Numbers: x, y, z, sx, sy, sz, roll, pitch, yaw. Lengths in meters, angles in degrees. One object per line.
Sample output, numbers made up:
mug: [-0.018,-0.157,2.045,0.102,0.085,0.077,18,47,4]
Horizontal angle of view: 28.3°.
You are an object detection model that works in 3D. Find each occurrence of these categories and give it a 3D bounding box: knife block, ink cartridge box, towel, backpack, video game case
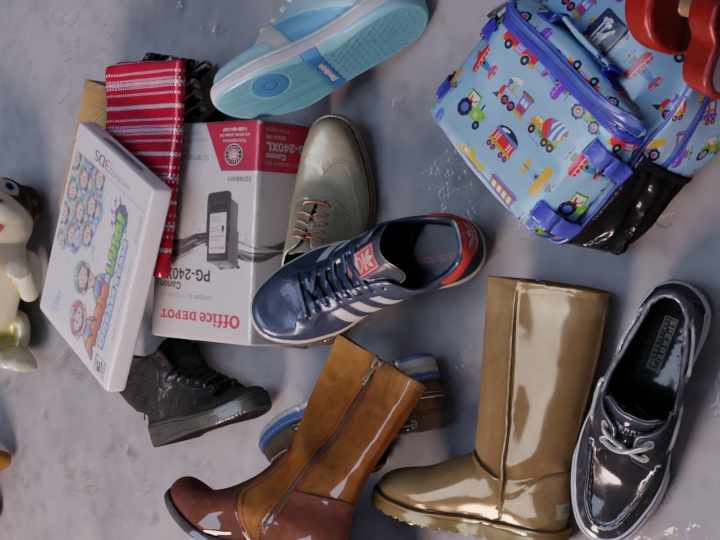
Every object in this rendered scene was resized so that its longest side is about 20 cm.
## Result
knife block: [-0.210,-0.121,1.412,0.175,0.064,0.201,26,106,42]
ink cartridge box: [-0.113,-0.032,1.301,0.145,0.083,0.201,3,90,44]
towel: [-0.209,-0.096,1.333,0.144,0.022,0.201,10,96,54]
backpack: [0.173,-0.134,0.997,0.200,0.134,0.183,-49,58,28]
video game case: [-0.243,-0.016,1.336,0.182,0.024,0.201,38,118,49]

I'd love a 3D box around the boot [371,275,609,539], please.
boot: [0.099,0.102,1.103,0.175,0.066,0.201,8,96,25]

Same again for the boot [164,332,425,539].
boot: [-0.059,0.142,1.154,0.188,0.068,0.201,21,86,47]

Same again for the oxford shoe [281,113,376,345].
oxford shoe: [-0.030,-0.035,1.215,0.071,0.074,0.201,1,90,17]

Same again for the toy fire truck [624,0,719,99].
toy fire truck: [0.271,-0.193,0.882,0.112,0.168,0.201,32,111,51]

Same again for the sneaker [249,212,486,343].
sneaker: [0.000,0.000,1.130,0.199,0.085,0.075,-22,79,6]

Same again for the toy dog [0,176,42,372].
toy dog: [-0.410,-0.006,1.573,0.194,0.139,0.201,-126,45,-76]

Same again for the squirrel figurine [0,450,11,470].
squirrel figurine: [-0.505,0.279,1.589,0.141,0.200,0.187,7,85,39]

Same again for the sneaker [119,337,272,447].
sneaker: [-0.167,0.107,1.365,0.200,0.060,0.105,-23,77,45]

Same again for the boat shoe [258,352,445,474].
boat shoe: [-0.010,0.138,1.205,0.200,0.072,0.073,-31,69,39]

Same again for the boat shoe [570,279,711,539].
boat shoe: [0.194,0.105,1.003,0.072,0.068,0.201,23,103,18]

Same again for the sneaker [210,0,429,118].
sneaker: [-0.049,-0.221,1.226,0.199,0.080,0.131,-25,63,8]
